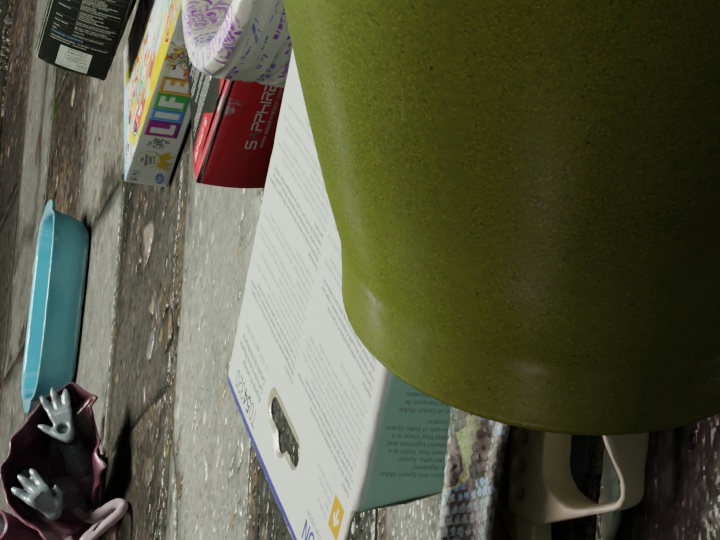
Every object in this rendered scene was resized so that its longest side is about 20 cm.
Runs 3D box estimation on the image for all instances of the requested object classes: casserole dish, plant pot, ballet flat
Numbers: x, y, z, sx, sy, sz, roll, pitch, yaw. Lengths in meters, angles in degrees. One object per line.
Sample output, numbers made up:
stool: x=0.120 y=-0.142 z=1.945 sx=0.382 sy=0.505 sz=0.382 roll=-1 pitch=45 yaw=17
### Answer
casserole dish: x=-0.284 y=0.035 z=1.955 sx=0.121 sy=0.039 sz=0.200 roll=163 pitch=112 yaw=-73
plant pot: x=0.063 y=-0.069 z=0.554 sx=0.200 sy=0.200 sz=0.193 roll=-108 pitch=17 yaw=-56
ballet flat: x=0.059 y=0.084 z=0.683 sx=0.074 sy=0.074 sz=0.200 roll=-143 pitch=53 yaw=-72

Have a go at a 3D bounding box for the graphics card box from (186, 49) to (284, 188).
graphics card box: x=-0.069 y=-0.162 z=1.266 sx=0.126 sy=0.051 sz=0.200 roll=112 pitch=157 yaw=-44

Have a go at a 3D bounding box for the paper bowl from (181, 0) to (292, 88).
paper bowl: x=-0.013 y=-0.183 z=0.978 sx=0.201 sy=0.104 sz=0.201 roll=-173 pitch=90 yaw=-75

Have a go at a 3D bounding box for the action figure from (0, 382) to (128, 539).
action figure: x=-0.229 y=0.175 z=1.657 sx=0.149 sy=0.134 sz=0.200 roll=43 pitch=156 yaw=17

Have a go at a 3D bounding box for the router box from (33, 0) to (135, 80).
router box: x=-0.182 y=-0.268 z=1.604 sx=0.150 sy=0.062 sz=0.200 roll=116 pitch=170 yaw=-51

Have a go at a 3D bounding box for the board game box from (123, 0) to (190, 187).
board game box: x=-0.137 y=-0.176 z=1.537 sx=0.200 sy=0.034 sz=0.135 roll=115 pitch=156 yaw=-48

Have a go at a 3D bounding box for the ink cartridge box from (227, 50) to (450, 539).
ink cartridge box: x=0.000 y=0.000 z=0.836 sx=0.196 sy=0.043 sz=0.200 roll=-121 pitch=38 yaw=-61
